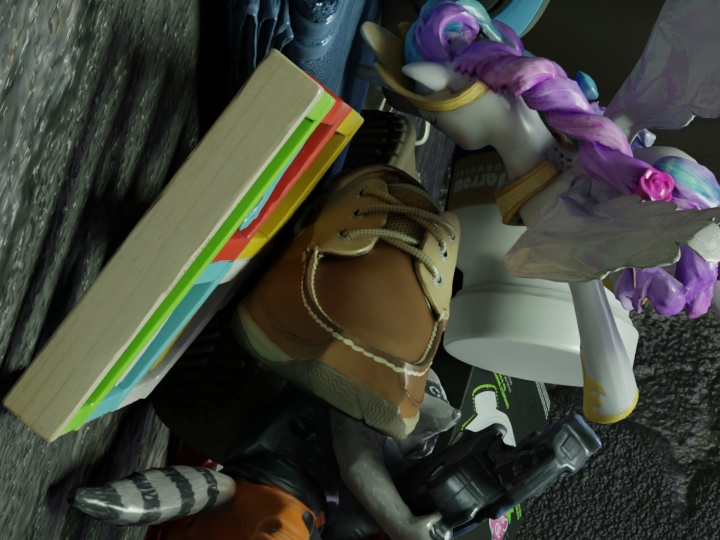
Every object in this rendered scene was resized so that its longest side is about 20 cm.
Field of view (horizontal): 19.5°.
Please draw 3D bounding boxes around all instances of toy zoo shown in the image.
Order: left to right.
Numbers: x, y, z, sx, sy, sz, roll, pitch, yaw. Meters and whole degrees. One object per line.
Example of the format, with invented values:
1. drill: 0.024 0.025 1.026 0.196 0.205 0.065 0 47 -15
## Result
1. toy zoo: -0.050 -0.009 0.697 0.132 0.020 0.200 -52 178 4

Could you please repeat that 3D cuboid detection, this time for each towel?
1. towel: -0.023 -0.097 0.826 0.200 0.048 0.113 97 12 -67

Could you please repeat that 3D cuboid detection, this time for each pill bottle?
1. pill bottle: 0.102 -0.050 1.041 0.116 0.114 0.202 92 7 -76

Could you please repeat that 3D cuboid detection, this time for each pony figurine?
1. pony figurine: 0.105 -0.027 0.789 0.192 0.200 0.167 -1 -134 50

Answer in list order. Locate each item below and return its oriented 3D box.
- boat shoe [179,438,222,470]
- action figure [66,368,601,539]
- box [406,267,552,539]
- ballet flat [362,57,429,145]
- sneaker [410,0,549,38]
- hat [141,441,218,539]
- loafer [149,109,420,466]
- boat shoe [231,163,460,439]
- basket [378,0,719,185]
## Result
1. boat shoe: -0.034 0.015 1.046 0.070 0.070 0.201 107 9 -56
2. action figure: -0.014 0.079 0.796 0.199 0.105 0.193 -33 -179 39
3. box: 0.002 0.104 1.109 0.125 0.147 0.201 69 30 -41
4. ballet flat: 0.003 -0.067 1.204 0.067 0.062 0.202 -31 138 -84
5. sneaker: 0.044 -0.191 0.846 0.082 0.072 0.202 -98 -177 -74
6. hat: -0.109 0.158 0.959 0.199 0.177 0.166 -27 156 -20
7. loafer: -0.030 0.008 0.932 0.201 0.075 0.068 -58 145 -33
8. boat shoe: 0.000 0.000 0.783 0.074 0.075 0.200 -60 -171 11
9. basket: 0.119 -0.104 0.922 0.180 0.198 0.137 -13 116 -71
